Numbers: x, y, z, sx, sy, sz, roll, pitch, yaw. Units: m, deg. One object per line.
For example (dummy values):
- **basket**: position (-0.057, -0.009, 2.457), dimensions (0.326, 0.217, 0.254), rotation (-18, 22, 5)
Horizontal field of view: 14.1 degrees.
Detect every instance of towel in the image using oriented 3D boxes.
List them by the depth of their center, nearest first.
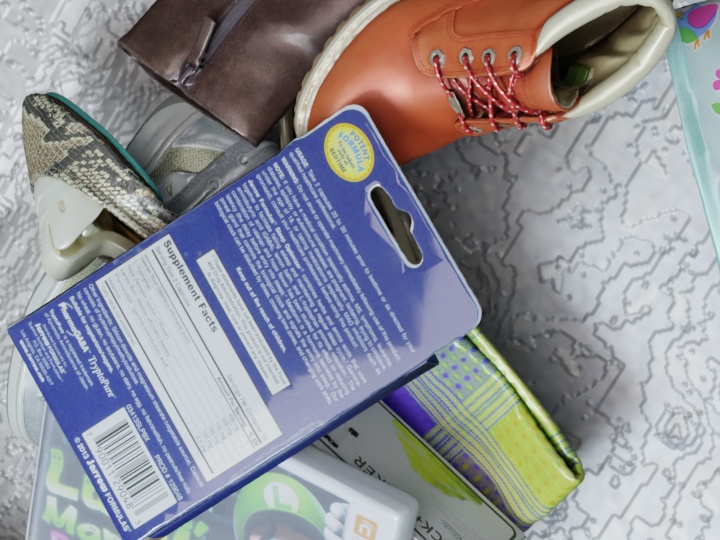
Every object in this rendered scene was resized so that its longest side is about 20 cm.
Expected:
- **towel**: position (0.009, 0.098, 1.438), dimensions (0.144, 0.023, 0.200), rotation (50, 129, 2)

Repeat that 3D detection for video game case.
- **video game case**: position (-0.076, 0.145, 1.410), dimensions (0.199, 0.023, 0.183), rotation (26, 123, 22)

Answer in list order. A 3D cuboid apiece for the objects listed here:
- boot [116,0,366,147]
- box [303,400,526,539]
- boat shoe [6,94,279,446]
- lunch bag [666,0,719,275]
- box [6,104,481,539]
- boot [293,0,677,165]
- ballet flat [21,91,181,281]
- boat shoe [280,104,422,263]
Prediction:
- **boot**: position (-0.001, -0.124, 1.408), dimensions (0.200, 0.072, 0.167), rotation (32, 82, 25)
- **box**: position (-0.020, 0.163, 1.436), dimensions (0.117, 0.060, 0.200), rotation (42, 128, 9)
- **boat shoe**: position (-0.111, 0.008, 1.472), dimensions (0.065, 0.074, 0.202), rotation (35, 98, 26)
- **lunch bag**: position (0.243, -0.039, 1.344), dimensions (0.170, 0.122, 0.201), rotation (-14, 87, 16)
- **box**: position (-0.050, 0.026, 1.336), dimensions (0.200, 0.032, 0.121), rotation (-32, 79, 13)
- **boot**: position (0.056, -0.092, 1.319), dimensions (0.200, 0.107, 0.075), rotation (-31, 120, 16)
- **ballet flat**: position (-0.104, -0.005, 1.397), dimensions (0.200, 0.068, 0.075), rotation (39, 64, 9)
- **boat shoe**: position (0.000, 0.000, 1.446), dimensions (0.072, 0.065, 0.201), rotation (-12, 93, 17)
